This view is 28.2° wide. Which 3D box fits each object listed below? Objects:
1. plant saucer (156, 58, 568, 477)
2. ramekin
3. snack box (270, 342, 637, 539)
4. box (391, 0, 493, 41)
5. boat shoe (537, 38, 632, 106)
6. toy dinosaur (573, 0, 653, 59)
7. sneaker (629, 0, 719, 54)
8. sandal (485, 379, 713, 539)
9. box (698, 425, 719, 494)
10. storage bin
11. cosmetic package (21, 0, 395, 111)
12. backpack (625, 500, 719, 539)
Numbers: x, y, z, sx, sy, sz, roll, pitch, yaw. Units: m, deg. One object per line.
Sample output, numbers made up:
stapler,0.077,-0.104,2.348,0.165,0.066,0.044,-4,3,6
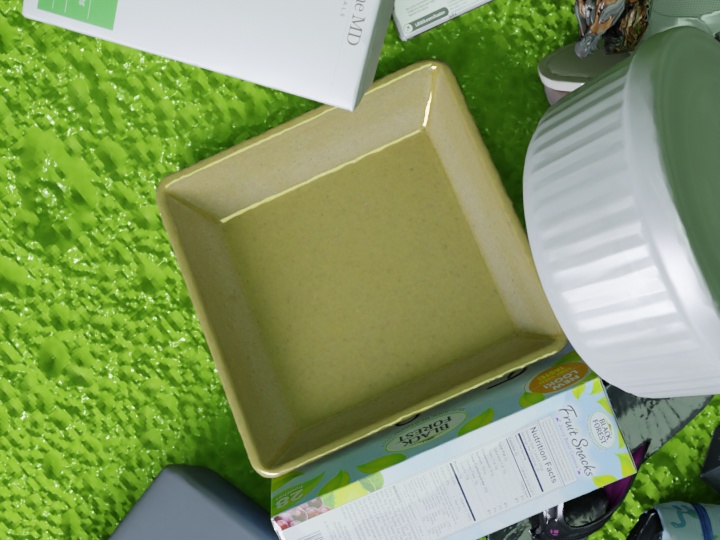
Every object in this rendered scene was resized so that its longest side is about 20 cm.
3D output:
plant saucer,0.000,0.000,0.864,0.198,0.048,0.201,-24,71,4
ramekin,0.168,-0.023,0.781,0.094,0.202,0.204,-19,105,34
snack box,0.047,0.103,0.859,0.199,0.169,0.068,-25,104,4
box,0.094,-0.229,0.857,0.198,0.035,0.111,-23,102,3
boat shoe,0.208,-0.110,0.872,0.198,0.072,0.060,-4,129,4
toy dinosaur,0.107,-0.221,0.809,0.134,0.102,0.202,-12,75,-14
sneaker,0.232,-0.205,0.828,0.199,0.075,0.115,-26,132,-2
sandal,0.153,0.122,0.929,0.075,0.048,0.201,38,98,-10
box,0.334,0.125,0.877,0.160,0.044,0.200,37,143,-10
storage bin,-0.082,0.220,0.896,0.199,0.146,0.135,35,89,16
cosmetic package,-0.079,-0.174,0.818,0.198,0.085,0.109,16,110,5
backpack,0.212,0.248,0.909,0.152,0.163,0.202,-8,82,5
